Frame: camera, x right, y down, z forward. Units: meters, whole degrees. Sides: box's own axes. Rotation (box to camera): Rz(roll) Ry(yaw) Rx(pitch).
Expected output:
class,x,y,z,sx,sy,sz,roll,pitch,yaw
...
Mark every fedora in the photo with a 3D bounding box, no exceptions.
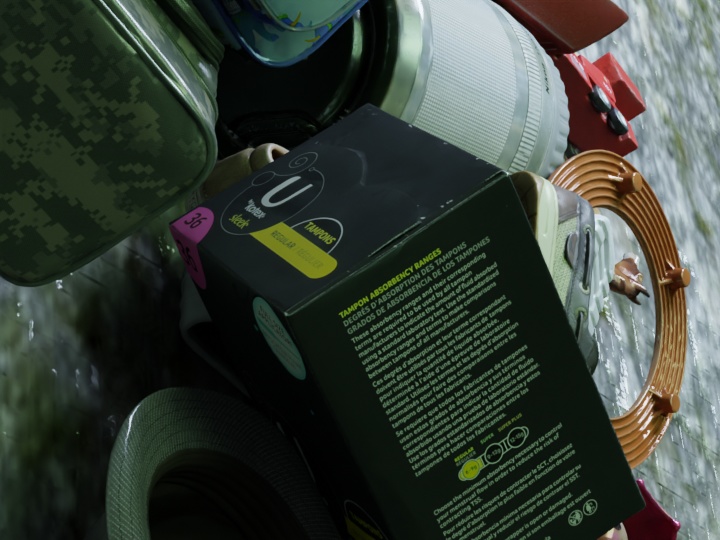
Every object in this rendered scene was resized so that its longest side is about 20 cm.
class,x,y,z,sx,sy,sz,roll,pitch,yaw
fedora,-0.074,0.163,0.944,0.177,0.090,0.201,5,57,-58

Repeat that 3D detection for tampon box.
class,x,y,z,sx,sy,sz,roll,pitch,yaw
tampon box,0.021,0.047,1.008,0.150,0.126,0.201,32,-30,59

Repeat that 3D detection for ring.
class,x,y,z,sx,sy,sz,roll,pitch,yaw
ring,0.157,0.026,1.278,0.200,0.019,0.202,9,78,-52

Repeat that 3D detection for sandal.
class,x,y,z,sx,sy,sz,roll,pitch,yaw
sandal,0.123,0.033,1.409,0.203,0.050,0.083,-49,136,-50

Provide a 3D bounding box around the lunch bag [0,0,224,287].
class,x,y,z,sx,sy,sz,roll,pitch,yaw
lunch bag,-0.163,-0.122,0.992,0.200,0.139,0.168,50,15,-25

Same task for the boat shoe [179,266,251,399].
class,x,y,z,sx,sy,sz,roll,pitch,yaw
boat shoe,-0.025,0.067,1.134,0.200,0.073,0.066,36,41,-23

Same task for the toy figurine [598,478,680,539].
class,x,y,z,sx,sy,sz,roll,pitch,yaw
toy figurine,0.151,0.201,1.245,0.200,0.150,0.185,50,17,-51

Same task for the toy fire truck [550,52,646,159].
class,x,y,z,sx,sy,sz,roll,pitch,yaw
toy fire truck,0.149,-0.145,1.512,0.200,0.049,0.141,46,21,-35

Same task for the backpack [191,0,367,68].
class,x,y,z,sx,sy,sz,roll,pitch,yaw
backpack,-0.045,-0.225,1.030,0.200,0.183,0.147,53,-12,-23

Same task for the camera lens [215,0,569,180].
class,x,y,z,sx,sy,sz,roll,pitch,yaw
camera lens,0.012,-0.102,1.222,0.200,0.159,0.161,19,52,-52

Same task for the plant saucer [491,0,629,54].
class,x,y,z,sx,sy,sz,roll,pitch,yaw
plant saucer,0.038,-0.184,1.322,0.199,0.199,0.037,30,70,-45

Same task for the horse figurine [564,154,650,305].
class,x,y,z,sx,sy,sz,roll,pitch,yaw
horse figurine,0.133,-0.070,1.509,0.200,0.050,0.133,44,30,-33

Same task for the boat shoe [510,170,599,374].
class,x,y,z,sx,sy,sz,roll,pitch,yaw
boat shoe,0.102,0.046,1.161,0.064,0.073,0.201,11,81,-26

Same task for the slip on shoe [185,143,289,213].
class,x,y,z,sx,sy,sz,roll,pitch,yaw
slip on shoe,0.000,0.000,1.102,0.200,0.061,0.076,38,36,-23
